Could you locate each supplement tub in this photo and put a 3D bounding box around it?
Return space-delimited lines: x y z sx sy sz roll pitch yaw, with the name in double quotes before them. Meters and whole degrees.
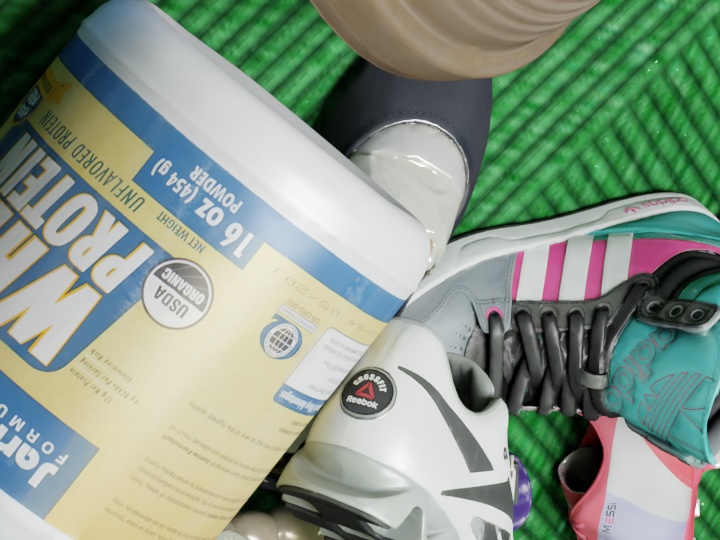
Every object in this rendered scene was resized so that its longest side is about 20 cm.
"supplement tub" -0.087 0.025 0.710 0.200 0.145 0.145 -52 133 3

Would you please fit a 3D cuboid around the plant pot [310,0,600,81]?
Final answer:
"plant pot" 0.056 -0.163 0.667 0.200 0.092 0.202 -4 96 -53

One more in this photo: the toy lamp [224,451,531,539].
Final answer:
"toy lamp" -0.018 0.105 0.869 0.199 0.058 0.058 -7 121 -32

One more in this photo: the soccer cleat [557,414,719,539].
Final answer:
"soccer cleat" 0.126 0.119 0.982 0.076 0.067 0.201 1 128 1

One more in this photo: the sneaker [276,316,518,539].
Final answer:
"sneaker" 0.032 0.083 0.792 0.200 0.074 0.089 66 44 -62

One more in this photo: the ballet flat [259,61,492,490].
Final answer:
"ballet flat" 0.000 0.000 0.802 0.073 0.073 0.201 20 105 -40

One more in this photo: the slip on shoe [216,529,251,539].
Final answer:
"slip on shoe" -0.034 0.162 0.826 0.061 0.074 0.200 -21 143 18

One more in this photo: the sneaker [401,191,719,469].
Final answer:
"sneaker" 0.096 0.039 0.860 0.199 0.121 0.084 -20 127 -22
